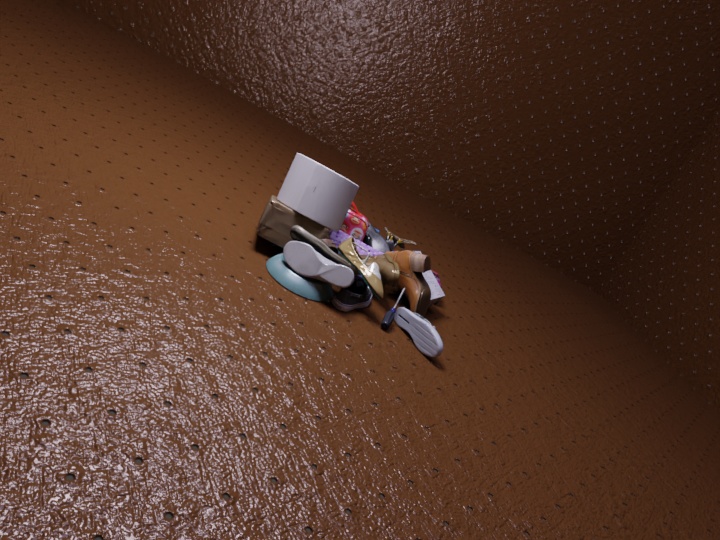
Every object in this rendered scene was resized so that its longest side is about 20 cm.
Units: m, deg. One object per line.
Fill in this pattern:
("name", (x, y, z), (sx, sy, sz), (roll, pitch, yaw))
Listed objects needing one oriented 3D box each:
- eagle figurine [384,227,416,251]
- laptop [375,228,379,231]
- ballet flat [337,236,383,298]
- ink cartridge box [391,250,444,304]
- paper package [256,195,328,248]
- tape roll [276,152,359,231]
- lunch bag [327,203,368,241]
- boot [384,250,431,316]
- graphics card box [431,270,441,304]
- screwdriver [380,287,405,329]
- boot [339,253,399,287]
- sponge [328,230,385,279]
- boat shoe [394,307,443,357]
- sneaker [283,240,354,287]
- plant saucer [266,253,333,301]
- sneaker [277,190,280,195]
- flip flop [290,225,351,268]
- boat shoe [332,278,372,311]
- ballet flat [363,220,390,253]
("eagle figurine", (0.088, -0.051, 1.916), (0.148, 0.153, 0.203), (-3, 45, 29))
("laptop", (-0.018, -0.188, 2.069), (0.184, 0.117, 0.201), (30, -22, 5))
("ballet flat", (0.012, -0.014, 1.519), (0.201, 0.063, 0.069), (49, 3, 24))
("ink cartridge box", (0.170, 0.017, 1.779), (0.135, 0.075, 0.204), (-5, 66, -62))
("paper package", (-0.191, -0.120, 1.596), (0.187, 0.106, 0.200), (27, 5, -13))
("tape roll", (-0.118, -0.218, 1.580), (0.199, 0.142, 0.203), (27, 5, -3))
("lunch bag", (-0.076, -0.144, 1.775), (0.196, 0.179, 0.082), (28, 18, -4))
("boot", (0.132, 0.042, 1.688), (0.152, 0.207, 0.073), (8, 4, 38))
("graphics card box", (0.215, 0.034, 1.963), (0.123, 0.052, 0.201), (28, 19, -6))
("screwdriver", (0.095, 0.095, 1.561), (0.027, 0.030, 0.201), (-1, 33, 23))
("boot", (0.000, 0.000, 1.602), (0.193, 0.068, 0.175), (0, 18, -13))
("sponge", (-0.015, -0.036, 1.718), (0.196, 0.030, 0.114), (26, 62, -12))
("boat shoe", (0.170, 0.159, 1.528), (0.069, 0.074, 0.200), (9, 25, -37))
("sneaker", (-0.108, -0.008, 1.458), (0.196, 0.077, 0.089), (28, -2, 2))
("plant saucer", (-0.152, 0.008, 1.491), (0.196, 0.037, 0.201), (27, 19, -10))
("sneaker", (-0.238, -0.244, 1.884), (0.077, 0.118, 0.201), (18, 21, -29))
("flip flop", (-0.098, -0.059, 1.493), (0.198, 0.081, 0.058), (38, 58, -14))
("boat shoe", (-0.012, 0.056, 1.529), (0.069, 0.067, 0.199), (36, 19, 20))
("ballet flat", (0.042, -0.090, 1.828), (0.065, 0.057, 0.202), (-23, 61, -17))
